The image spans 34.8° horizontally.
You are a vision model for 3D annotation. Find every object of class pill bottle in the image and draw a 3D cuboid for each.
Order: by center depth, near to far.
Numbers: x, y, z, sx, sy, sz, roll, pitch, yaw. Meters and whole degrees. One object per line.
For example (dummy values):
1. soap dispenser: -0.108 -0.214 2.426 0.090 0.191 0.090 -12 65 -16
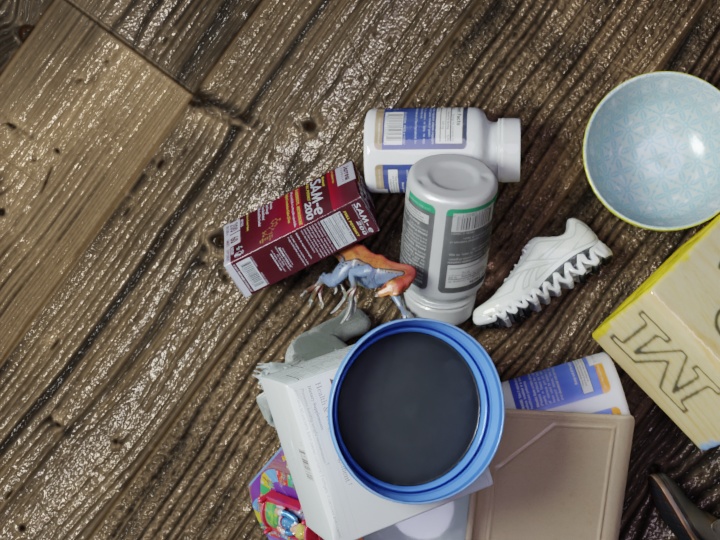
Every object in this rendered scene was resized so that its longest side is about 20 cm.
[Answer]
1. pill bottle: 0.106 -0.035 1.442 0.113 0.113 0.201 10 127 8
2. pill bottle: 0.234 0.183 1.457 0.199 0.112 0.113 -17 85 6
3. pill bottle: 0.107 -0.156 1.494 0.199 0.111 0.112 0 87 7

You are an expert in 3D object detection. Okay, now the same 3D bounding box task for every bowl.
1. bowl: 0.058 0.151 1.249 0.200 0.039 0.202 1 88 -17
2. bowl: 0.381 -0.141 1.458 0.199 0.108 0.201 -1 84 8
3. bowl: 0.077 0.310 1.480 0.200 0.090 0.202 0 86 6

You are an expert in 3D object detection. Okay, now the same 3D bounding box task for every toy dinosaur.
1. toy dinosaur: 0.000 0.000 1.453 0.181 0.105 0.201 -28 76 49

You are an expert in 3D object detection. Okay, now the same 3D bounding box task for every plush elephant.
1. plush elephant: -0.051 0.166 1.482 0.199 0.155 0.165 -14 41 -30

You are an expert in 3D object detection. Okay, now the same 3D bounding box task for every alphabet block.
1. alphabet block: 0.432 0.067 1.373 0.195 0.196 0.200 -41 82 -21

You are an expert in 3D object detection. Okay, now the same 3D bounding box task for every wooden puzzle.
1. wooden puzzle: 0.228 0.257 1.399 0.199 0.037 0.186 3 103 -9

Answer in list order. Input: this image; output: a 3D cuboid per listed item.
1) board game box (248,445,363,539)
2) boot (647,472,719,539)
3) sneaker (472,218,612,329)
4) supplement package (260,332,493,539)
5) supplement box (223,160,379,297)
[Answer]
1. board game box: -0.085 0.318 1.463 0.158 0.039 0.200 50 135 11
2. boot: 0.450 0.319 1.450 0.097 0.075 0.200 -35 90 -8
3. sneaker: 0.226 0.007 1.494 0.199 0.075 0.081 -32 75 -3
4. supplement package: 0.016 0.185 1.333 0.199 0.147 0.192 -19 94 -16
5. supplement box: -0.080 -0.055 1.502 0.199 0.109 0.061 -26 121 8
